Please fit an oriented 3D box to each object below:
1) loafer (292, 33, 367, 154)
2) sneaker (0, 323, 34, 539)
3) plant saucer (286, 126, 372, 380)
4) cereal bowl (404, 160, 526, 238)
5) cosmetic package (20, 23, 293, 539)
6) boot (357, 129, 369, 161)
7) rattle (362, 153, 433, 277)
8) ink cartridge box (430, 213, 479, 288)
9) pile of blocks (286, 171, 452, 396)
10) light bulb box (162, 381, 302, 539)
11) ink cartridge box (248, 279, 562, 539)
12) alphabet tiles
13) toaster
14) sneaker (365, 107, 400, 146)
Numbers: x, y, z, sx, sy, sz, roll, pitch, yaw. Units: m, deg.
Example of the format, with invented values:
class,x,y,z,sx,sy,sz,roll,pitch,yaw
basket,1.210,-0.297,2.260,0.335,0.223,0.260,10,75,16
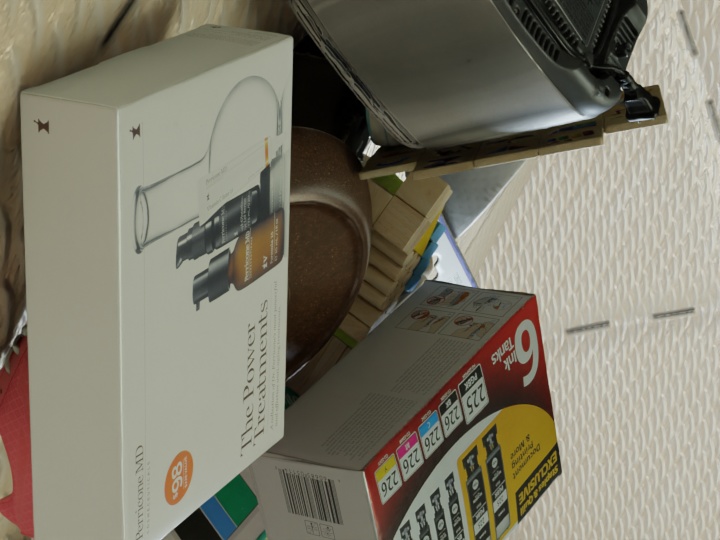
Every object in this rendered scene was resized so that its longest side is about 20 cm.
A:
class,x,y,z,sx,sy,sz,roll,pitch,yaw
loafer,-0.033,-0.096,1.008,0.072,0.072,0.201,77,32,-50
sneaker,-0.141,0.046,0.818,0.074,0.086,0.202,-29,126,-62
plant saucer,-0.068,0.014,0.935,0.199,0.035,0.201,-27,145,-21
cereal bowl,0.094,-0.124,1.192,0.201,0.083,0.200,-53,-178,2
cosmetic package,-0.084,0.006,0.758,0.151,0.051,0.202,-34,130,-58
boot,0.012,-0.142,1.133,0.200,0.065,0.165,-47,164,-42
rattle,-0.039,-0.003,1.309,0.143,0.130,0.200,-44,-166,-24
ink cartridge box,-0.024,0.029,1.177,0.200,0.047,0.198,-39,153,-4
pile of blocks,0.000,0.000,1.067,0.082,0.062,0.201,-39,160,-48
light bulb box,-0.074,0.168,1.137,0.200,0.125,0.198,-50,149,16
ink cartridge box,0.036,0.131,1.031,0.200,0.083,0.177,-41,129,-45
alphabet tiles,0.087,-0.078,0.974,0.200,0.165,0.006,-59,138,-75
toaster,0.052,-0.141,0.867,0.129,0.200,0.114,-13,-139,39
sneaker,0.084,-0.126,1.012,0.200,0.130,0.080,-55,146,-55
